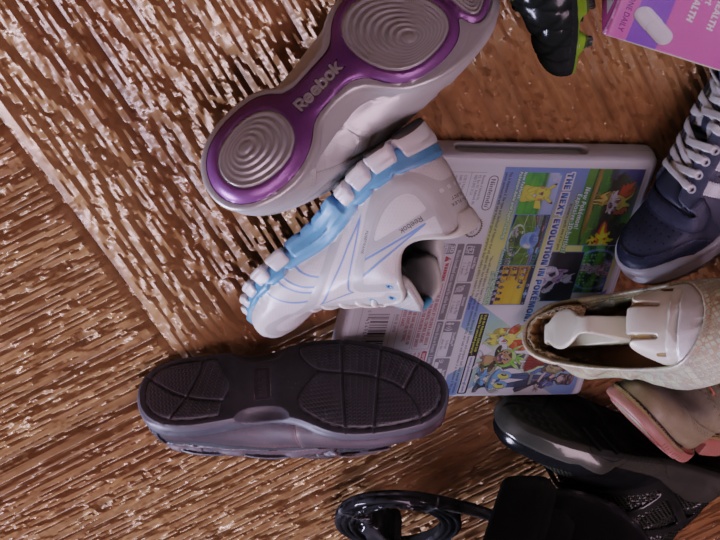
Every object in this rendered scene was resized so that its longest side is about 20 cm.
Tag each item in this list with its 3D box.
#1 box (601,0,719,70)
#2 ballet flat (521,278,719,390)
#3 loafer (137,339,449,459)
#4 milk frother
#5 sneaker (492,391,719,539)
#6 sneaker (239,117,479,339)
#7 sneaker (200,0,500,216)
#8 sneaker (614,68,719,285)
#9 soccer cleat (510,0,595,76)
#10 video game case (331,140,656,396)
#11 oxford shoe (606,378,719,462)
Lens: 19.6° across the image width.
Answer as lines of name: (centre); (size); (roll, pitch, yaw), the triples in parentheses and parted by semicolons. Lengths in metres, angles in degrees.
box: (0.254, -0.193, 1.138); (0.200, 0.097, 0.176); (17, 125, -5)
ballet flat: (0.173, 0.040, 1.287); (0.062, 0.068, 0.200); (12, 166, -31)
loafer: (-0.041, 0.089, 1.345); (0.200, 0.072, 0.063); (-1, 147, 7)
milk frother: (0.073, 0.241, 1.398); (0.200, 0.188, 0.181); (-17, 126, 33)
sneaker: (0.159, 0.152, 1.463); (0.199, 0.076, 0.114); (18, 116, -35)
sneaker: (0.000, 0.000, 1.244); (0.075, 0.087, 0.200); (-32, 171, -43)
sneaker: (-0.006, -0.104, 1.211); (0.200, 0.075, 0.100); (-37, 168, 0)
sneaker: (0.219, -0.086, 1.275); (0.200, 0.070, 0.109); (-41, 133, 3)
soccer cleat: (0.082, -0.194, 1.159); (0.081, 0.068, 0.200); (-12, 126, 4)
video game case: (0.080, 0.002, 1.348); (0.182, 0.022, 0.200); (0, 128, -17)
oxford shoe: (0.222, 0.079, 1.393); (0.074, 0.071, 0.200); (-48, 162, 15)
